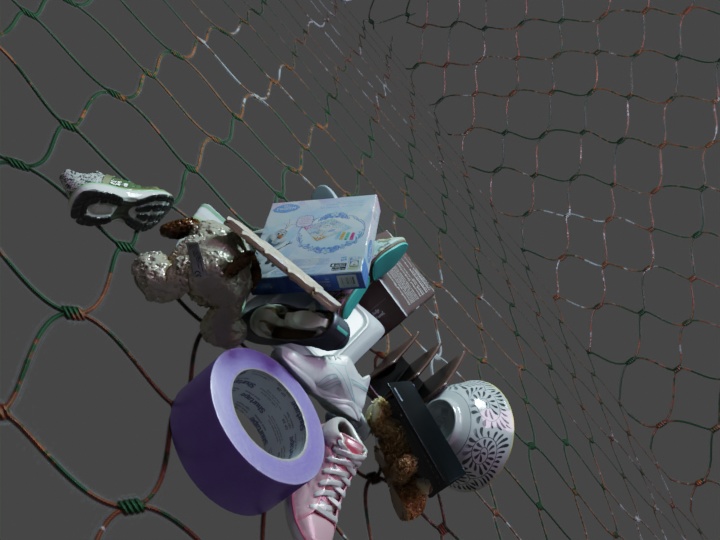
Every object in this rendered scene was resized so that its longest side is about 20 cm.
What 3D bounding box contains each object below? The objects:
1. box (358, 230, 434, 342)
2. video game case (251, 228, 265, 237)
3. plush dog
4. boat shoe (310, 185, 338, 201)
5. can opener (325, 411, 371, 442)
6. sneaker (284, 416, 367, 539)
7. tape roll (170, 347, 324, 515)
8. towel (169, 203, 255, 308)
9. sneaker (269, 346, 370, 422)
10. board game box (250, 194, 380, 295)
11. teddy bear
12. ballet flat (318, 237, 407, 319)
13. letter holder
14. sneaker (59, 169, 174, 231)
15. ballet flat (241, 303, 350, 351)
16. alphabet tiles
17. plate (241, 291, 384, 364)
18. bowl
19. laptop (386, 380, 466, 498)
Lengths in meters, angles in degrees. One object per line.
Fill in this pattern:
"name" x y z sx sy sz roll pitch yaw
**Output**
"box" 0.013 0.046 1.395 0.165 0.165 0.200 53 23 4
"video game case" -0.095 -0.064 1.389 0.200 0.180 0.022 -29 125 -67
"plush dog" -0.214 -0.013 1.070 0.199 0.160 0.173 39 19 -25
"boat shoe" -0.043 -0.097 1.645 0.091 0.070 0.202 4 58 -62
"can opener" -0.050 0.199 1.192 0.066 0.052 0.201 5 50 -59
"sneaker" -0.044 0.287 1.006 0.075 0.104 0.201 41 25 -26
"tape roll" -0.145 0.209 0.956 0.200 0.085 0.201 41 25 -24
"towel" -0.238 -0.017 1.204 0.149 0.031 0.201 42 27 -17
"sneaker" -0.059 0.156 1.103 0.200 0.070 0.081 41 66 -39
"board game box" -0.075 -0.046 1.234 0.201 0.197 0.044 -79 159 -45
"teddy bear" 0.062 0.298 1.177 0.066 0.146 0.202 -17 63 -18
"ballet flat" 0.000 0.000 1.238 0.071 0.200 0.070 30 -29 23
"letter holder" 0.113 0.186 1.406 0.101 0.142 0.200 51 23 2
"sneaker" -0.356 -0.117 1.071 0.089 0.077 0.199 49 18 20
"ballet flat" -0.110 0.078 1.094 0.073 0.197 0.074 5 90 -66
"alphabet tiles" -0.111 -0.007 1.051 0.199 0.015 0.196 39 -1 3
"plate" -0.073 0.080 1.220 0.199 0.032 0.200 41 44 8
"bowl" 0.165 0.282 1.290 0.094 0.200 0.202 26 33 -38
"laptop" 0.084 0.287 1.207 0.102 0.200 0.179 -17 67 -35
